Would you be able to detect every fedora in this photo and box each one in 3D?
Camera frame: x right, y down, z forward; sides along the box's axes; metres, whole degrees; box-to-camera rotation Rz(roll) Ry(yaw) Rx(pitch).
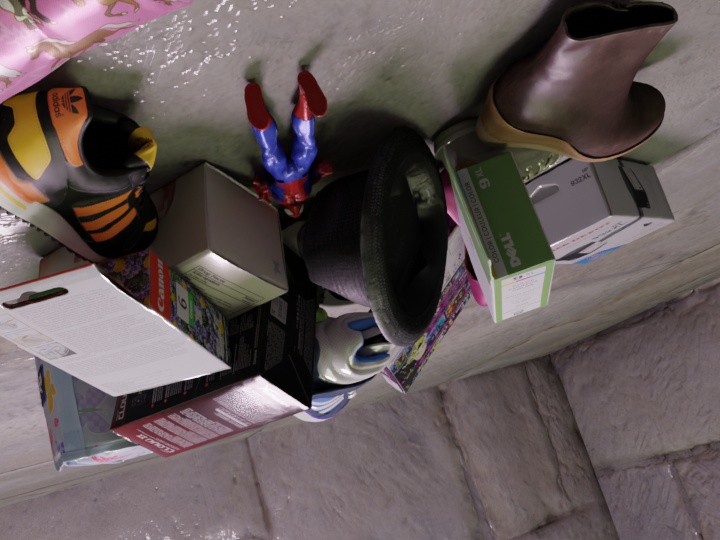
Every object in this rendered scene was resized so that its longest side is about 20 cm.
[{"bbox_3d":[0.010,-0.028,0.692,0.091,0.203,0.200,-1,173,23],"label":"fedora"}]

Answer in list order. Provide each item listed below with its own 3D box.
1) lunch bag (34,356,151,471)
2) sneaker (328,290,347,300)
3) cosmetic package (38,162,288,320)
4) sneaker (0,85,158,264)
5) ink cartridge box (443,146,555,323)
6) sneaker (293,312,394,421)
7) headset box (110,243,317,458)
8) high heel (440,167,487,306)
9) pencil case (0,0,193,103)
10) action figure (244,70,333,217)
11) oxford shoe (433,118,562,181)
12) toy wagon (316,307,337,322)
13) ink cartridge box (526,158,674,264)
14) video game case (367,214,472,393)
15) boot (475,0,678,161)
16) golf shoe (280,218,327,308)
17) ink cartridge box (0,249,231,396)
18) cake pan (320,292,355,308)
[{"bbox_3d":[-0.271,0.113,0.837,0.126,0.172,0.200,-16,169,4],"label":"lunch bag"},{"bbox_3d":[0.000,0.000,0.856,0.200,0.070,0.109,-45,-169,48],"label":"sneaker"},{"bbox_3d":[-0.171,0.003,0.682,0.198,0.088,0.103,-24,148,23],"label":"cosmetic package"},{"bbox_3d":[-0.165,-0.059,0.528,0.089,0.071,0.200,-17,164,9],"label":"sneaker"},{"bbox_3d":[0.124,-0.033,0.698,0.059,0.105,0.200,-19,160,5],"label":"ink cartridge box"},{"bbox_3d":[-0.011,0.098,0.819,0.145,0.081,0.200,-19,159,21],"label":"sneaker"},{"bbox_3d":[-0.140,0.076,0.744,0.198,0.150,0.075,-23,136,26],"label":"headset box"},{"bbox_3d":[0.110,-0.031,0.859,0.095,0.067,0.202,-20,128,-20],"label":"high heel"},{"bbox_3d":[-0.163,-0.108,0.333,0.198,0.087,0.083,-23,134,15],"label":"pencil case"},{"bbox_3d":[-0.056,-0.084,0.628,0.065,0.052,0.200,-19,168,-7],"label":"action figure"},{"bbox_3d":[0.158,-0.112,0.765,0.198,0.058,0.075,-11,163,-31],"label":"oxford shoe"},{"bbox_3d":[-0.075,0.063,0.973,0.198,0.040,0.155,8,179,23],"label":"toy wagon"},{"bbox_3d":[0.284,-0.072,1.013,0.144,0.085,0.199,-29,162,38],"label":"ink cartridge box"},{"bbox_3d":[0.079,0.034,0.954,0.201,0.036,0.182,-55,154,-11],"label":"video game case"},{"bbox_3d":[0.204,-0.150,0.642,0.198,0.073,0.166,-9,165,-21],"label":"boot"},{"bbox_3d":[-0.077,-0.011,0.850,0.093,0.079,0.200,1,161,-6],"label":"golf shoe"},{"bbox_3d":[-0.183,0.032,0.582,0.108,0.051,0.200,-14,151,10],"label":"ink cartridge box"},{"bbox_3d":[0.027,-0.004,1.038,0.198,0.037,0.200,-18,166,-5],"label":"cake pan"}]
